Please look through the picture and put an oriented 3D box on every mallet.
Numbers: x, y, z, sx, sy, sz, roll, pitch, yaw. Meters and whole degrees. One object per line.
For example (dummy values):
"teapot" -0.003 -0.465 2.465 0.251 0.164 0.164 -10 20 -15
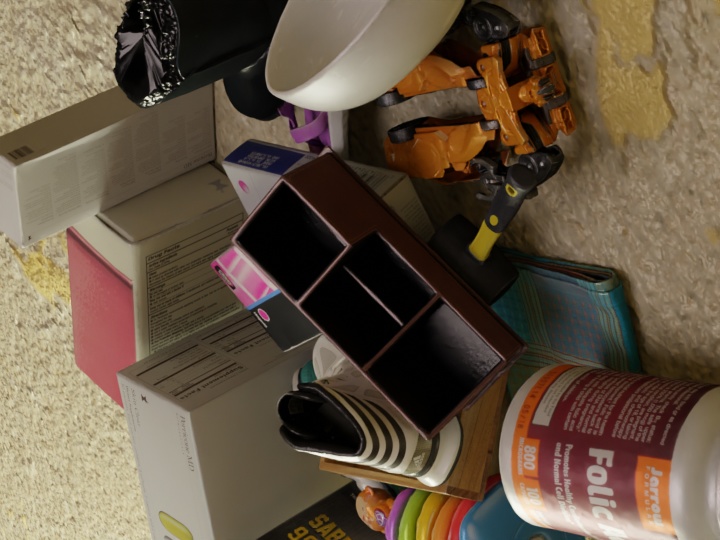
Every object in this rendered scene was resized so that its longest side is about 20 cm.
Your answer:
"mallet" 0.082 -0.036 1.366 0.066 0.041 0.200 43 162 14

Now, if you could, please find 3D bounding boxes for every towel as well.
"towel" 0.152 0.084 1.465 0.147 0.022 0.200 13 123 51

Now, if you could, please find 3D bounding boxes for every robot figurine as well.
"robot figurine" 0.072 -0.119 1.396 0.200 0.058 0.145 -1 112 56

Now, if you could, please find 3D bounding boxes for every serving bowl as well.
"serving bowl" 0.022 -0.183 1.335 0.066 0.200 0.200 32 155 -21

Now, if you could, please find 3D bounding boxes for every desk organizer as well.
"desk organizer" 0.012 0.016 1.400 0.200 0.077 0.072 45 118 6

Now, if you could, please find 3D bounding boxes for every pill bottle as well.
"pill bottle" 0.200 0.127 1.327 0.200 0.114 0.114 6 118 43

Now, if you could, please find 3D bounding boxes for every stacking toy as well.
"stacking toy" 0.063 0.195 1.549 0.200 0.110 0.116 9 128 48

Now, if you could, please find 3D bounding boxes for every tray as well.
"tray" 0.038 0.113 1.535 0.200 0.037 0.099 1 77 61

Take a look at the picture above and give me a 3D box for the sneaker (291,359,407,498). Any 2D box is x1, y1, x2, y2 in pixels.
"sneaker" 0.026 0.139 1.656 0.200 0.077 0.080 45 125 19

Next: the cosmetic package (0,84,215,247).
"cosmetic package" -0.213 -0.099 1.683 0.051 0.200 0.083 32 137 38

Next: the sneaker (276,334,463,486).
"sneaker" -0.015 0.083 1.477 0.200 0.115 0.076 43 114 57

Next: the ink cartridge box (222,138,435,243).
"ink cartridge box" 0.000 0.000 1.555 0.196 0.043 0.200 15 139 50

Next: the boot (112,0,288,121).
"boot" -0.113 -0.162 1.526 0.076 0.168 0.200 54 147 16

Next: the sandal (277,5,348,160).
"sandal" -0.039 -0.134 1.511 0.203 0.050 0.083 94 163 -61

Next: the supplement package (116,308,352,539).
"supplement package" -0.101 0.159 1.752 0.111 0.156 0.200 21 128 46

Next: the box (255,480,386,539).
"box" 0.019 0.267 1.657 0.200 0.158 0.048 41 144 32

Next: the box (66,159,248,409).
"box" -0.175 0.009 1.775 0.109 0.128 0.200 36 139 37

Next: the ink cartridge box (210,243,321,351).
"ink cartridge box" -0.047 0.003 1.548 0.095 0.037 0.200 51 155 -4
